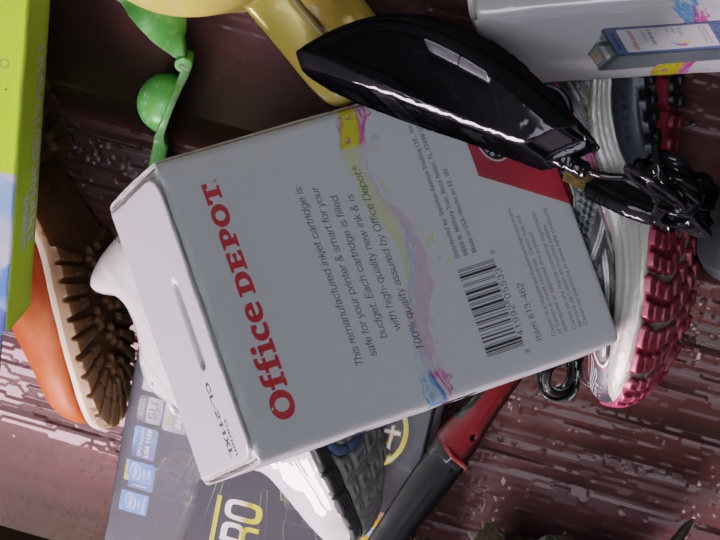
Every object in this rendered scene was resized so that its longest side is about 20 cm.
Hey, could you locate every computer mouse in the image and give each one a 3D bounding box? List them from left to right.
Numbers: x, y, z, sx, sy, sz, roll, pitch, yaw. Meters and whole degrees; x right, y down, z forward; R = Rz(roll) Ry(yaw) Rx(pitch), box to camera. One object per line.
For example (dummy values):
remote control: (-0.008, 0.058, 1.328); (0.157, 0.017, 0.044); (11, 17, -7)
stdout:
computer mouse: (0.076, -0.071, 1.147); (0.199, 0.140, 0.046); (21, 87, 21)

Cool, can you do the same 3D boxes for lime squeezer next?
lime squeezer: (-0.116, -0.098, 1.283); (0.070, 0.038, 0.201); (-18, 110, -12)

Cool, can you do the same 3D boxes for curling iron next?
curling iron: (0.056, 0.093, 1.272); (0.050, 0.026, 0.200); (43, 80, 5)

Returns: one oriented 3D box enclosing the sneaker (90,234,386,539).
sneaker: (-0.058, 0.052, 1.269); (0.087, 0.074, 0.200); (-31, 91, 32)

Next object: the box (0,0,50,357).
box: (-0.214, -0.056, 1.205); (0.121, 0.048, 0.201); (10, 110, 8)

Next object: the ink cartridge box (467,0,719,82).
ink cartridge box: (0.152, -0.171, 1.161); (0.199, 0.088, 0.146); (-3, 70, 10)

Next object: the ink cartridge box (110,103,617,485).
ink cartridge box: (0.000, 0.000, 1.199); (0.199, 0.083, 0.146); (-17, 85, -25)

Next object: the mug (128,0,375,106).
mug: (-0.054, -0.179, 1.196); (0.186, 0.153, 0.150); (23, 108, 4)

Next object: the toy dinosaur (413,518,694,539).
toy dinosaur: (0.081, 0.168, 1.311); (0.200, 0.102, 0.077); (-36, 60, 6)

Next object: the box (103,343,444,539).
box: (-0.049, 0.123, 1.335); (0.160, 0.049, 0.201); (15, 106, 10)

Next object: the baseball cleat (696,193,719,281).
baseball cleat: (0.199, -0.058, 1.180); (0.106, 0.070, 0.200); (17, 146, -25)

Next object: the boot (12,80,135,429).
boot: (-0.188, -0.004, 1.320); (0.107, 0.075, 0.201); (-20, 92, 19)

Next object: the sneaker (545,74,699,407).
sneaker: (0.122, -0.032, 1.248); (0.074, 0.081, 0.201); (0, 98, 26)
